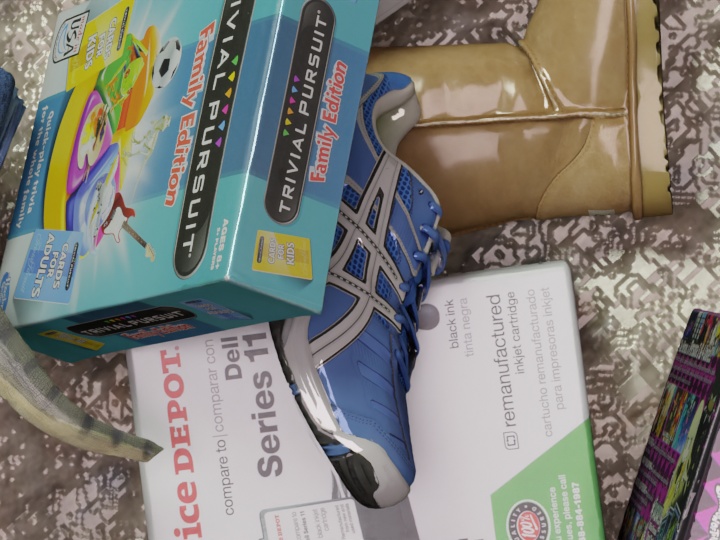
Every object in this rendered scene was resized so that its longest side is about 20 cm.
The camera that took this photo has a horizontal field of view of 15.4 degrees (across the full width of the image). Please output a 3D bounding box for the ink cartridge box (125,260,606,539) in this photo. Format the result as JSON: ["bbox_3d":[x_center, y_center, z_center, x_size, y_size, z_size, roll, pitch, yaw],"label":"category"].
[{"bbox_3d":[0.002,0.079,1.172,0.199,0.083,0.148,-8,89,3],"label":"ink cartridge box"}]

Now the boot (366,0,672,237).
[{"bbox_3d":[0.034,-0.094,1.182,0.199,0.066,0.176,-4,88,5],"label":"boot"}]

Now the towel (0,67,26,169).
[{"bbox_3d":[-0.229,-0.012,1.134,0.111,0.049,0.201,25,90,-5],"label":"towel"}]

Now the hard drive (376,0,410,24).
[{"bbox_3d":[0.012,-0.185,1.177,0.200,0.027,0.132,-34,62,3],"label":"hard drive"}]

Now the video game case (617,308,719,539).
[{"bbox_3d":[0.137,0.108,1.108,0.036,0.200,0.182,16,90,1],"label":"video game case"}]

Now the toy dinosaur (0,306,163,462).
[{"bbox_3d":[-0.178,0.024,1.087,0.088,0.047,0.200,-39,89,6],"label":"toy dinosaur"}]

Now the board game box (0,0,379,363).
[{"bbox_3d":[-0.075,-0.049,1.095,0.047,0.200,0.152,20,72,-31],"label":"board game box"}]

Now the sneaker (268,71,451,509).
[{"bbox_3d":[0.000,0.000,1.096,0.077,0.076,0.201,-13,65,5],"label":"sneaker"}]
